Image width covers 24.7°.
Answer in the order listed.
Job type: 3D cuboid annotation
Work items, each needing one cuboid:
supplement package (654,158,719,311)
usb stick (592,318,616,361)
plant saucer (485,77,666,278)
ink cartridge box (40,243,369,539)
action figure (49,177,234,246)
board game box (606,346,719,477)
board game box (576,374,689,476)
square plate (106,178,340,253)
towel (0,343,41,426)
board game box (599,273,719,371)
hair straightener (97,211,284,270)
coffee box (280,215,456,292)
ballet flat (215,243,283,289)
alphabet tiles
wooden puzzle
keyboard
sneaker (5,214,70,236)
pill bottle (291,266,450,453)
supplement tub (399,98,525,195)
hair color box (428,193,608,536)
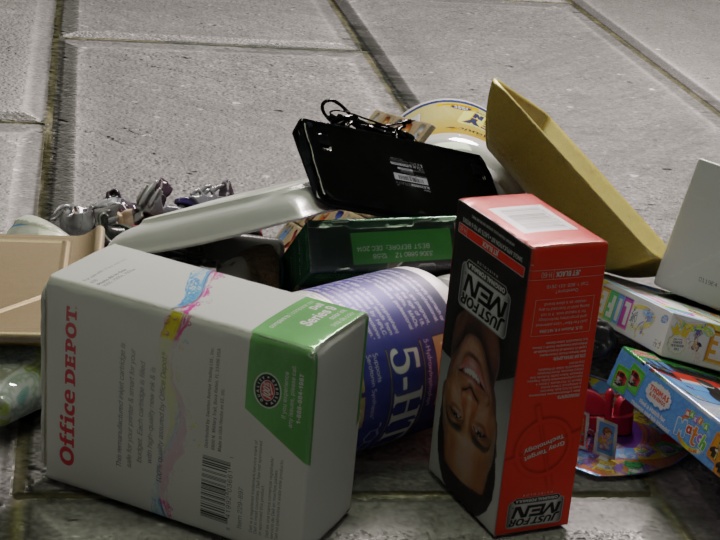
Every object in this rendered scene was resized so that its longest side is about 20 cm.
[{"bbox_3d":[0.333,-0.017,1.387,0.113,0.111,0.200,22,6,20],"label":"supplement package"},{"bbox_3d":[0.158,0.047,1.313,0.055,0.033,0.200,-4,4,-4],"label":"usb stick"},{"bbox_3d":[0.185,-0.065,1.415,0.200,0.048,0.200,51,13,15],"label":"plant saucer"},{"bbox_3d":[-0.104,0.081,1.064,0.198,0.147,0.087,13,22,21],"label":"ink cartridge box"},{"bbox_3d":[-0.192,-0.050,1.498,0.198,0.070,0.130,-1,4,-37],"label":"action figure"},{"bbox_3d":[0.285,0.122,1.151,0.150,0.037,0.200,16,15,-28],"label":"board game box"},{"bbox_3d":[0.160,0.092,1.249,0.199,0.039,0.157,19,24,32],"label":"board game box"},{"bbox_3d":[-0.080,-0.050,1.319,0.198,0.029,0.198,-11,5,30],"label":"square plate"},{"bbox_3d":[-0.289,0.055,1.242,0.198,0.049,0.171,15,25,25],"label":"towel"},{"bbox_3d":[0.260,0.045,1.314,0.133,0.035,0.200,16,6,-16],"label":"board game box"},{"bbox_3d":[-0.141,-0.024,1.421,0.199,0.041,0.077,13,7,-44],"label":"hair straightener"},{"bbox_3d":[0.000,0.000,1.316,0.122,0.045,0.200,-2,-11,-13],"label":"coffee box"},{"bbox_3d":[-0.091,0.030,1.280,0.065,0.071,0.200,19,22,-20],"label":"ballet flat"},{"bbox_3d":[-0.007,-0.069,1.463,0.008,0.168,0.200,40,-3,-19],"label":"alphabet tiles"},{"bbox_3d":[-0.292,0.017,1.233,0.198,0.038,0.185,-3,24,-6],"label":"wooden puzzle"},{"bbox_3d":[0.026,-0.074,1.300,0.199,0.040,0.105,9,54,-40],"label":"keyboard"},{"bbox_3d":[-0.205,0.018,1.351,0.198,0.073,0.072,20,-6,7],"label":"sneaker"},{"bbox_3d":[0.013,0.062,1.179,0.199,0.121,0.119,-14,27,-40],"label":"pill bottle"},{"bbox_3d":[0.081,-0.067,1.510,0.143,0.146,0.200,5,20,1],"label":"supplement tub"},{"bbox_3d":[0.101,0.061,1.088,0.061,0.202,0.101,-5,22,-24],"label":"hair color box"}]
